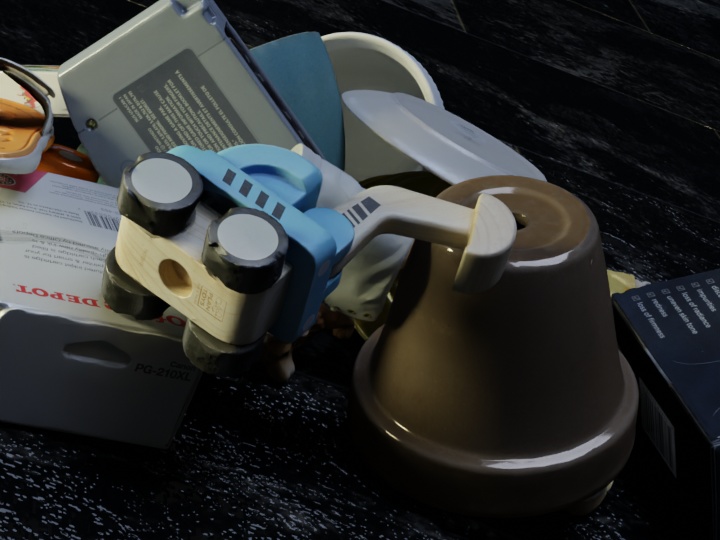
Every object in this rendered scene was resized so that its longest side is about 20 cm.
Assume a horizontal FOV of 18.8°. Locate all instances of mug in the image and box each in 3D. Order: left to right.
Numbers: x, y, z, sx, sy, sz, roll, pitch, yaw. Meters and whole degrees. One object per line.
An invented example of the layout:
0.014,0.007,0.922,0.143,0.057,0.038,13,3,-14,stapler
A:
-0.025,-0.118,1.815,0.199,0.148,0.175,-3,1,7,mug

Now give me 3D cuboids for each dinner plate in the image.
0.077,-0.090,1.620,0.200,0.024,0.200,29,12,-7,dinner plate

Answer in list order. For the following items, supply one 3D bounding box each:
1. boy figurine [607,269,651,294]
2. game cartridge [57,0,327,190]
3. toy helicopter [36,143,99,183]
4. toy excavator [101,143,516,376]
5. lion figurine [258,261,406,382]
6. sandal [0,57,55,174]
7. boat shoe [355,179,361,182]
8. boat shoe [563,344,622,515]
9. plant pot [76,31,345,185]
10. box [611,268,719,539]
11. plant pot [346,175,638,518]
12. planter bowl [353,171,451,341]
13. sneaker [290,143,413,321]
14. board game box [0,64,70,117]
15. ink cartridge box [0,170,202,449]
0.221,0.027,1.843,0.200,0.065,0.124,31,25,5,boy figurine
-0.110,-0.084,1.481,0.200,0.133,0.042,55,19,-20,game cartridge
-0.286,-0.075,1.500,0.199,0.079,0.132,14,18,-29,toy helicopter
-0.028,-0.023,1.307,0.194,0.100,0.200,34,48,17,toy excavator
0.000,0.000,1.525,0.073,0.200,0.122,54,7,14,lion figurine
-0.236,-0.109,1.434,0.079,0.059,0.207,7,13,-12,sandal
0.012,-0.015,1.700,0.200,0.072,0.065,30,16,-5,boat shoe
0.154,0.106,1.584,0.073,0.069,0.200,9,28,2,boat shoe
-0.089,-0.070,1.594,0.135,0.200,0.200,63,28,2,plant pot
0.311,0.093,1.601,0.196,0.124,0.200,-14,34,-9,box
0.092,0.037,1.448,0.199,0.175,0.201,1,35,-1,plant pot
0.078,-0.011,1.636,0.200,0.083,0.201,19,48,-23,planter bowl
-0.044,0.016,1.426,0.115,0.200,0.074,29,40,-17,sneaker
-0.248,-0.133,1.600,0.199,0.035,0.126,3,8,17,board game box
-0.195,0.017,1.378,0.144,0.085,0.200,12,25,-27,ink cartridge box
